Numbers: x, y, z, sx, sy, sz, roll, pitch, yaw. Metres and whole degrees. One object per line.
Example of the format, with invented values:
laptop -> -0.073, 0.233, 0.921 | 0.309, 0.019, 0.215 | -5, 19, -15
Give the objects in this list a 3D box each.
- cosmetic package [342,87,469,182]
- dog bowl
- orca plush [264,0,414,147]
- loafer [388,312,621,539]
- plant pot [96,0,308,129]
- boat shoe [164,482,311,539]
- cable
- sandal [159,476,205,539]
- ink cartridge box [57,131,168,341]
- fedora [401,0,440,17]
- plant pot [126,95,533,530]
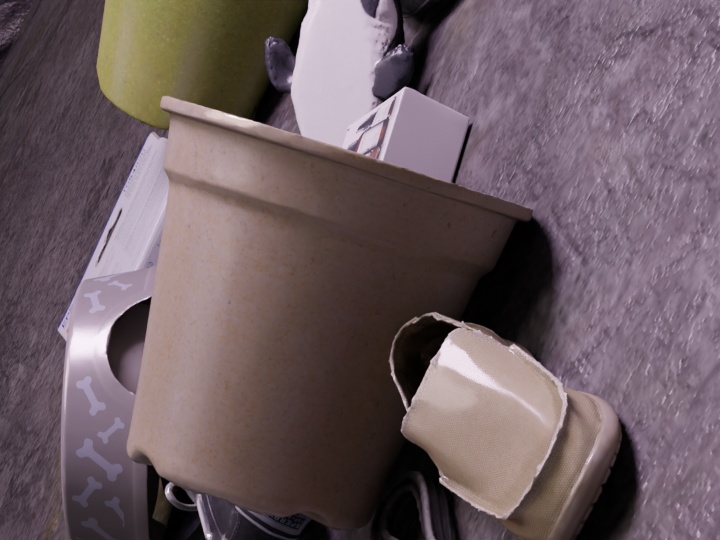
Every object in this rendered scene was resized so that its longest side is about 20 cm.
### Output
cosmetic package -> 0.000, 0.000, 1.339 | 0.082, 0.050, 0.201 | -32, 37, 63
dog bowl -> -0.158, 0.094, 1.525 | 0.200, 0.058, 0.202 | -178, 90, -90
orca plush -> -0.006, -0.158, 1.496 | 0.105, 0.071, 0.201 | -16, 85, 28
loafer -> 0.057, 0.069, 1.046 | 0.076, 0.068, 0.200 | -65, 17, 4
plant pot -> -0.121, -0.212, 1.789 | 0.201, 0.199, 0.185 | -96, 24, -59
boat shoe -> -0.072, 0.121, 1.352 | 0.068, 0.073, 0.199 | -54, 23, 11
cable -> 0.026, 0.140, 1.073 | 0.097, 0.050, 0.200 | -59, 20, 26
sandal -> -0.092, 0.094, 1.492 | 0.201, 0.048, 0.075 | -64, 17, 8
ink cartridge box -> -0.183, -0.008, 1.909 | 0.201, 0.040, 0.200 | -65, 17, 5
fedora -> 0.033, -0.264, 1.512 | 0.201, 0.091, 0.201 | -55, 20, 32
plant pot -> -0.032, 0.027, 1.188 | 0.200, 0.199, 0.185 | -157, 83, -73
